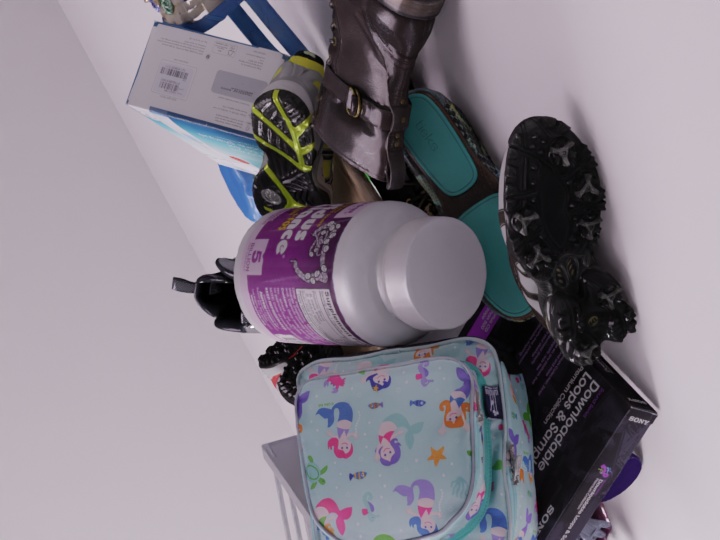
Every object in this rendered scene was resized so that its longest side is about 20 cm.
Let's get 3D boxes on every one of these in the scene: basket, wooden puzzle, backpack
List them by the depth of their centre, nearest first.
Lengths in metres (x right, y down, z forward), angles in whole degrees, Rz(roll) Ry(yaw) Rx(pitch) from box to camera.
[{"bbox_3d":[0.042,0.156,1.261,0.150,0.176,0.202,15,-113,-69],"label":"backpack"},{"bbox_3d":[0.000,0.000,1.479,0.185,0.037,0.201,-121,30,-53],"label":"wooden puzzle"},{"bbox_3d":[-0.123,-0.266,1.597,0.200,0.139,0.176,45,175,-18],"label":"basket"}]

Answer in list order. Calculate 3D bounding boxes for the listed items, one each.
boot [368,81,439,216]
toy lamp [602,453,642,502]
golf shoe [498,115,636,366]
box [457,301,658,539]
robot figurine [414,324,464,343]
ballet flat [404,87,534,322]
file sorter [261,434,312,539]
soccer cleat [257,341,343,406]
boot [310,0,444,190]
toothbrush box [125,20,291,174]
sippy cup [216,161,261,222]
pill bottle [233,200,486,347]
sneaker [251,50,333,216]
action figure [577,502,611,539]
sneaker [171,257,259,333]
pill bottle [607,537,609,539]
[{"bbox_3d":[0.044,-0.084,1.410,0.151,0.073,0.200,59,172,24],"label":"boot"},{"bbox_3d":[0.154,0.101,1.389,0.200,0.058,0.058,55,167,35],"label":"toy lamp"},{"bbox_3d":[0.124,-0.027,1.164,0.095,0.077,0.201,49,161,52],"label":"golf shoe"},{"bbox_3d":[0.133,0.109,1.323,0.036,0.144,0.200,15,-158,-38],"label":"box"},{"bbox_3d":[0.058,0.057,1.572,0.169,0.113,0.201,-3,-121,-59],"label":"robot figurine"},{"bbox_3d":[0.092,-0.054,1.321,0.201,0.074,0.074,64,169,6],"label":"ballet flat"},{"bbox_3d":[0.017,0.221,1.445,0.200,0.138,0.125,-138,36,-65],"label":"file sorter"},{"bbox_3d":[-0.037,0.100,1.503,0.073,0.068,0.200,48,172,-13],"label":"soccer cleat"},{"bbox_3d":[-0.012,-0.177,1.291,0.200,0.069,0.175,52,139,38],"label":"boot"},{"bbox_3d":[-0.102,-0.147,1.576,0.146,0.086,0.200,17,175,23],"label":"toothbrush box"},{"bbox_3d":[-0.076,-0.117,1.740,0.178,0.130,0.140,51,165,44],"label":"sippy cup"},{"bbox_3d":[0.000,0.003,1.308,0.199,0.112,0.113,-1,118,49],"label":"pill bottle"},{"bbox_3d":[-0.048,-0.103,1.453,0.075,0.077,0.200,21,147,9],"label":"sneaker"},{"bbox_3d":[0.118,0.187,1.427,0.149,0.134,0.200,28,-163,-49],"label":"action figure"},{"bbox_3d":[-0.104,0.006,1.511,0.200,0.139,0.078,-146,53,-66],"label":"sneaker"},{"bbox_3d":[0.160,0.243,1.548,0.112,0.111,0.200,67,168,-20],"label":"pill bottle"}]
